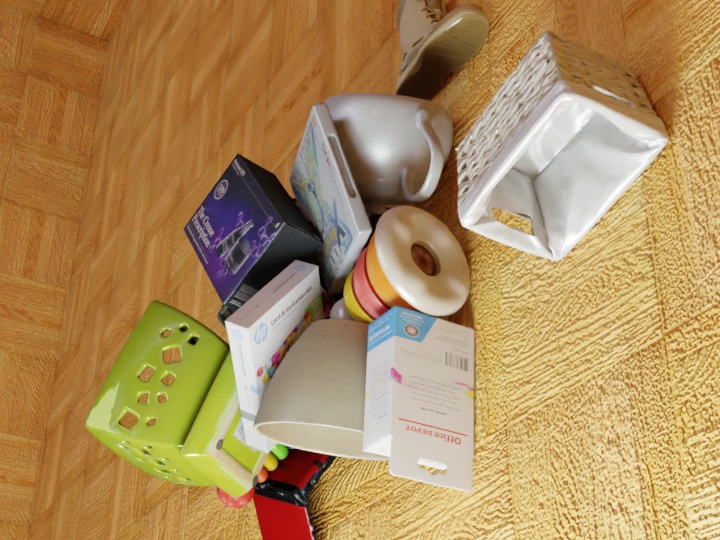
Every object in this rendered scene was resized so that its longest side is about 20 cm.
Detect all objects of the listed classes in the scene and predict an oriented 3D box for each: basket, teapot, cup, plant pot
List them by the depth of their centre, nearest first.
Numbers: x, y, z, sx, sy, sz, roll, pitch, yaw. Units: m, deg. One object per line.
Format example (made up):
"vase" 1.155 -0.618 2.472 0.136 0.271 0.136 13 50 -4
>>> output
"basket" 0.201 -0.130 1.204 0.200 0.135 0.124 -52 28 39
"cup" -0.023 0.144 1.428 0.200 0.199 0.144 -25 51 59
"teapot" 0.031 -0.148 1.524 0.200 0.196 0.147 16 -101 -75
"plant pot" -0.215 0.185 1.553 0.181 0.200 0.200 15 68 27

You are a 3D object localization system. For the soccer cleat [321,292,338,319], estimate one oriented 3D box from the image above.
"soccer cleat" -0.038 0.069 1.591 0.200 0.073 0.069 30 96 53

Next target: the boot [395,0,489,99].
"boot" 0.108 -0.347 1.601 0.200 0.072 0.156 134 141 -55

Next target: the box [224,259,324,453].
"box" -0.102 0.110 1.487 0.041 0.156 0.201 15 127 29

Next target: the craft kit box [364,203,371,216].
"craft kit box" -0.046 -0.077 1.799 0.201 0.048 0.198 -63 24 23

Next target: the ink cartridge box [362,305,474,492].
"ink cartridge box" 0.068 0.155 1.325 0.068 0.115 0.201 -37 43 51

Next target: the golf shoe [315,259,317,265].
"golf shoe" -0.106 0.000 1.719 0.094 0.078 0.201 -44 26 30

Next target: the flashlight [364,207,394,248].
"flashlight" -0.005 -0.057 1.628 0.200 0.067 0.068 7 107 55

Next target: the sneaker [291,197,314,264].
"sneaker" -0.093 -0.036 1.612 0.115 0.080 0.200 -53 34 30

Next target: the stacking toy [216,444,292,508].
"stacking toy" -0.131 0.250 1.635 0.200 0.085 0.085 -55 20 -16

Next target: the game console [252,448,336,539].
"game console" -0.078 0.324 1.649 0.172 0.119 0.200 -48 17 -22

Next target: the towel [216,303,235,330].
"towel" -0.145 0.067 1.728 0.023 0.153 0.200 -28 22 22

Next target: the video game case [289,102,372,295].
"video game case" -0.043 -0.088 1.489 0.200 0.022 0.183 117 137 -64

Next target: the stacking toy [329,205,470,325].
"stacking toy" 0.024 0.025 1.430 0.200 0.146 0.147 -36 43 39

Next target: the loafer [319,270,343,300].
"loafer" 0.000 0.000 1.565 0.199 0.072 0.073 8 52 51

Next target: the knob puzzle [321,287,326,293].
"knob puzzle" -0.036 0.077 1.672 0.219 0.030 0.221 -27 52 41

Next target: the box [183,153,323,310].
"box" -0.150 -0.047 1.572 0.141 0.079 0.200 -50 39 11
